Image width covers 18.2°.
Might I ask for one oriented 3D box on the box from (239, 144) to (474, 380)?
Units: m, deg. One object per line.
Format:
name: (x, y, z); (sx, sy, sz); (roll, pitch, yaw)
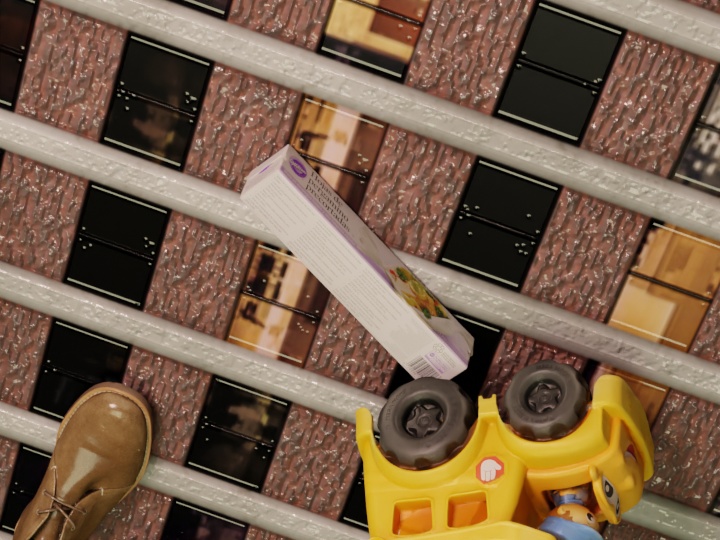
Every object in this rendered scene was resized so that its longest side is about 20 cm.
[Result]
box: (0.000, 0.000, 1.554); (0.041, 0.039, 0.200); (-35, 109, 28)

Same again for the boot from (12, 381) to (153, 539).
boot: (-0.213, 0.170, 1.689); (0.073, 0.076, 0.200); (28, 123, -4)

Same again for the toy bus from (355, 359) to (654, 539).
toy bus: (0.099, 0.176, 1.535); (0.199, 0.192, 0.136); (-11, 141, 16)
